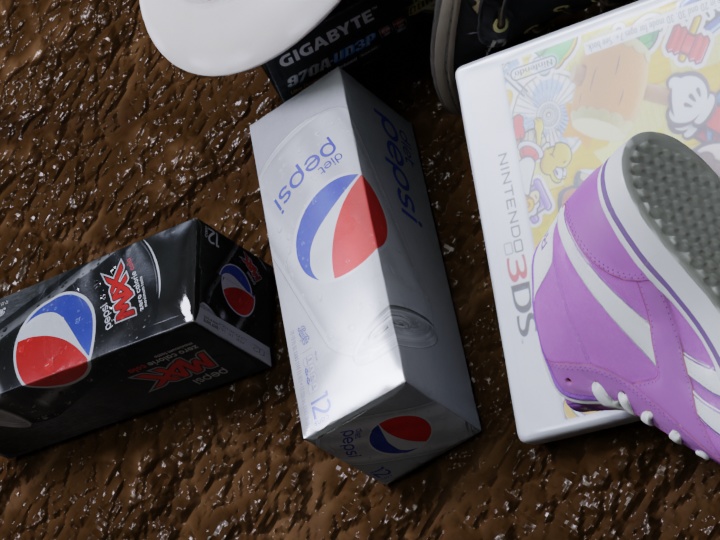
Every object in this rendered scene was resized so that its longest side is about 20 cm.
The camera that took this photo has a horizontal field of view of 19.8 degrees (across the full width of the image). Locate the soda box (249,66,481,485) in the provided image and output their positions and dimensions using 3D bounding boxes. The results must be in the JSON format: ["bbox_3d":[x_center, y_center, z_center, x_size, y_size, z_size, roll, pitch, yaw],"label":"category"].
[{"bbox_3d":[0.000,0.000,1.029,0.063,0.068,0.201,-30,49,24],"label":"soda box"}]

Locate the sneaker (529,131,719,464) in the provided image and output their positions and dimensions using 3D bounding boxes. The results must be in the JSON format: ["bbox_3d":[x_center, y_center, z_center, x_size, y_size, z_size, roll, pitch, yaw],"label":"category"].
[{"bbox_3d":[0.144,0.052,0.862,0.201,0.072,0.114,60,138,16],"label":"sneaker"}]

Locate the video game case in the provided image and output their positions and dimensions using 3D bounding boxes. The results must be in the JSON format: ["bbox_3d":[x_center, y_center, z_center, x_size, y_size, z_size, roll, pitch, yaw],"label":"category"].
[{"bbox_3d":[0.141,-0.032,0.914,0.199,0.023,0.183,-17,76,33],"label":"video game case"}]

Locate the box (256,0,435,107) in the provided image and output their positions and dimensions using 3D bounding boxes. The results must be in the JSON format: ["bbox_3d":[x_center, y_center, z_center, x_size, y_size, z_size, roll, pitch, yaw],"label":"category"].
[{"bbox_3d":[-0.013,-0.196,1.130,0.158,0.046,0.200,-28,47,-2],"label":"box"}]

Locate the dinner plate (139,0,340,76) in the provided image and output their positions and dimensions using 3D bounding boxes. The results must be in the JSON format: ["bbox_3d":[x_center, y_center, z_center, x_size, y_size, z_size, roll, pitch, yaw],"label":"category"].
[{"bbox_3d":[-0.054,-0.198,1.073,0.199,0.024,0.201,-23,55,37],"label":"dinner plate"}]

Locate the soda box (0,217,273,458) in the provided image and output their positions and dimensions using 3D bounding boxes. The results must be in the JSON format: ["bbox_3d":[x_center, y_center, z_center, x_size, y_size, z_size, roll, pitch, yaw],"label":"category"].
[{"bbox_3d":[-0.144,0.041,1.128,0.199,0.071,0.064,-21,55,31],"label":"soda box"}]

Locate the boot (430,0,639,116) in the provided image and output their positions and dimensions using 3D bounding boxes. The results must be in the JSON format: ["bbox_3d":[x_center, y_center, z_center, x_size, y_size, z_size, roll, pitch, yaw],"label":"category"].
[{"bbox_3d":[0.115,-0.138,0.981,0.150,0.201,0.073,15,45,9],"label":"boot"}]
